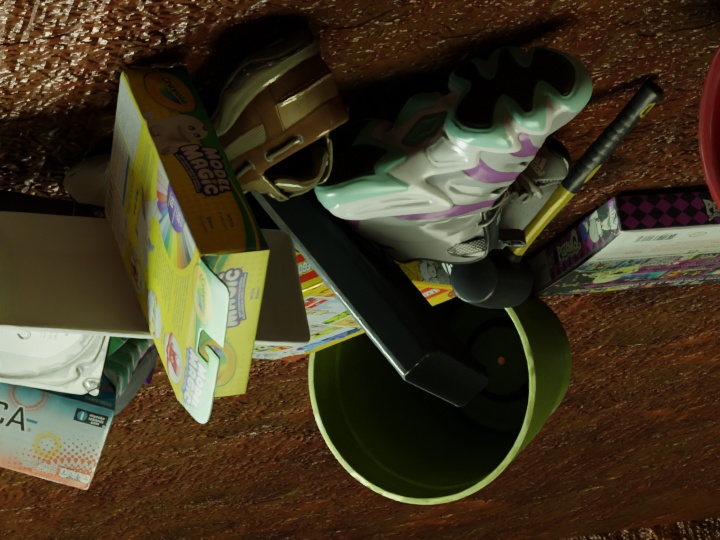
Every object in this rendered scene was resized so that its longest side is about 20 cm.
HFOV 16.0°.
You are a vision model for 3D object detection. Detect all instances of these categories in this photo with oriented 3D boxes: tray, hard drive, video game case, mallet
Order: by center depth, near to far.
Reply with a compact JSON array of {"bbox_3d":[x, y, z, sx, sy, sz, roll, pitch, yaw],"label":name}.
[{"bbox_3d":[-0.134,0.010,1.576,0.198,0.108,0.022,4,131,-13],"label":"tray"},{"bbox_3d":[-0.255,0.008,1.649,0.198,0.038,0.140,11,130,-8],"label":"hard drive"},{"bbox_3d":[0.000,0.000,1.713,0.033,0.200,0.139,-42,159,6],"label":"hard drive"},{"bbox_3d":[0.134,-0.051,1.757,0.066,0.041,0.200,-5,137,-56],"label":"mallet"},{"bbox_3d":[0.262,-0.024,2.112,0.199,0.036,0.181,-5,164,-21],"label":"video game case"}]

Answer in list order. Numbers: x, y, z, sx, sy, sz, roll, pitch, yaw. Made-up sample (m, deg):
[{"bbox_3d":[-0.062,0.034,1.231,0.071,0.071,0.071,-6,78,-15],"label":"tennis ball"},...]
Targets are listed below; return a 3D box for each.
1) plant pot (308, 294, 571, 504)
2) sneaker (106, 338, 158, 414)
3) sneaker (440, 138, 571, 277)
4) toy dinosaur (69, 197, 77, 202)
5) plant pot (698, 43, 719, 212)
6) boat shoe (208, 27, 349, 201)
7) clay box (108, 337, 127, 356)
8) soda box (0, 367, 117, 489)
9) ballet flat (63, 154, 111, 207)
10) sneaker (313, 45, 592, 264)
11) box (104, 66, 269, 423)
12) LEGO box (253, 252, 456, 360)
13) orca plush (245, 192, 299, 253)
[{"bbox_3d":[0.086,0.082,2.141,0.199,0.202,0.193,-17,177,24],"label":"plant pot"},{"bbox_3d":[-0.208,0.096,1.969,0.074,0.088,0.200,23,-146,20],"label":"sneaker"},{"bbox_3d":[0.091,-0.069,1.793,0.115,0.075,0.200,-32,155,-5],"label":"sneaker"},{"bbox_3d":[-0.209,-0.021,1.786,0.088,0.048,0.200,-12,170,-20],"label":"toy dinosaur"},{"bbox_3d":[0.340,-0.090,1.609,0.200,0.202,0.182,-21,170,36],"label":"plant pot"},{"bbox_3d":[-0.056,-0.076,1.572,0.075,0.074,0.200,-34,174,-20],"label":"boat shoe"},{"bbox_3d":[-0.186,0.025,1.840,0.048,0.115,0.200,39,152,-7],"label":"clay box"},{"bbox_3d":[-0.269,0.083,1.746,0.199,0.069,0.064,17,-158,-11],"label":"soda box"},{"bbox_3d":[-0.184,-0.031,1.686,0.200,0.070,0.069,-47,149,24],"label":"ballet flat"},{"bbox_3d":[0.083,-0.061,1.654,0.199,0.078,0.140,-20,134,26],"label":"sneaker"},{"bbox_3d":[-0.101,-0.016,1.507,0.048,0.201,0.118,-5,133,-19],"label":"box"},{"bbox_3d":[-0.038,0.002,1.920,0.199,0.078,0.148,-23,161,40],"label":"LEGO box"},{"bbox_3d":[-0.075,-0.006,1.709,0.071,0.106,0.200,-1,-174,26],"label":"orca plush"}]
